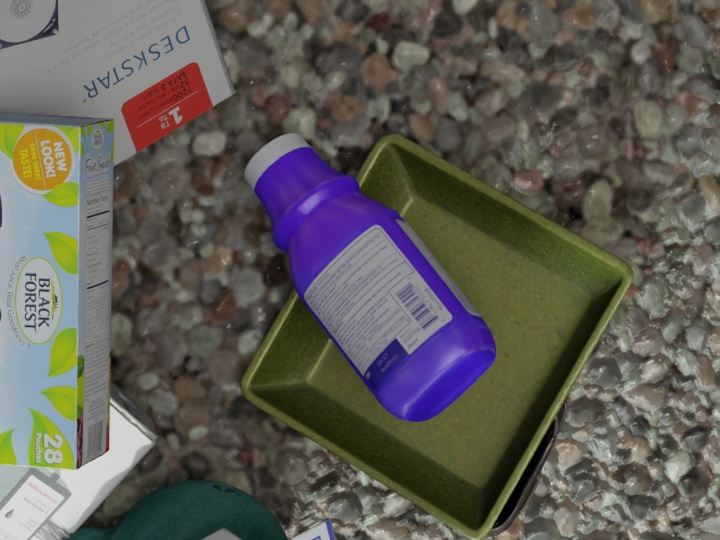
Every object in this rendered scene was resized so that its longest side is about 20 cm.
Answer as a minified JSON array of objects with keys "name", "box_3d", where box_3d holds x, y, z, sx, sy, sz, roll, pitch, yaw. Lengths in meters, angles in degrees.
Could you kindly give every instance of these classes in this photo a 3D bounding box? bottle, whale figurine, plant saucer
[{"name":"bottle","box_3d":[0.000,0.000,1.724,0.084,0.065,0.200,-44,68,14]},{"name":"whale figurine","box_3d":[-0.118,0.184,1.707,0.159,0.200,0.104,21,95,26]},{"name":"plant saucer","box_3d":[0.053,0.043,1.758,0.200,0.048,0.200,30,91,22]}]

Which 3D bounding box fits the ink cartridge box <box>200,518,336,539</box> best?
[{"name":"ink cartridge box","box_3d":[-0.095,0.250,1.636,0.200,0.047,0.198,-28,132,-18]}]

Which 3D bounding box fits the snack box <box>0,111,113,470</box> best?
[{"name":"snack box","box_3d":[-0.231,0.008,1.580,0.168,0.068,0.200,4,99,13]}]

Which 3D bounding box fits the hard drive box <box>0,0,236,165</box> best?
[{"name":"hard drive box","box_3d":[-0.181,-0.162,1.645,0.156,0.077,0.200,-33,133,-16]}]

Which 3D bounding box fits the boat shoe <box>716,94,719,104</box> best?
[{"name":"boat shoe","box_3d":[0.340,-0.103,1.828,0.200,0.073,0.062,20,98,-10]}]

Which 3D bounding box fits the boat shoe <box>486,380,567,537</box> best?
[{"name":"boat shoe","box_3d":[0.111,0.085,1.803,0.074,0.073,0.200,12,96,-14]}]

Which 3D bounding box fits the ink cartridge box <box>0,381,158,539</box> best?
[{"name":"ink cartridge box","box_3d":[-0.228,0.141,1.697,0.084,0.146,0.200,43,87,-12]}]
